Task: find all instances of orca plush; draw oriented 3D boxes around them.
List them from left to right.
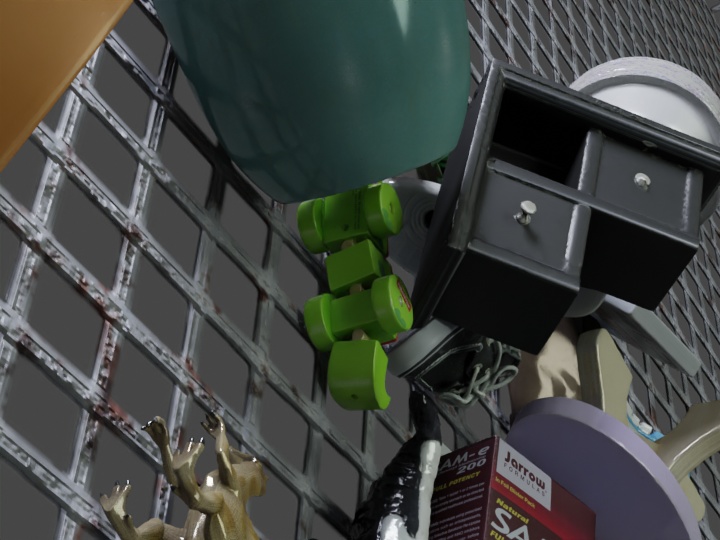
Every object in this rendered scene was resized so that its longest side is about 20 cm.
[{"bbox_3d":[0.003,0.163,0.857,0.071,0.105,0.201,19,68,-9],"label":"orca plush"}]

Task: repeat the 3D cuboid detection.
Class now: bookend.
[{"bbox_3d":[0.153,-0.025,1.037,0.198,0.092,0.200,21,48,-3],"label":"bookend"}]

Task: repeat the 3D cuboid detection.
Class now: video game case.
[{"bbox_3d":[0.194,0.021,1.286,0.200,0.018,0.143,30,-5,42],"label":"video game case"}]

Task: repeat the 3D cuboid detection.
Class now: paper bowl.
[{"bbox_3d":[0.290,-0.116,1.539,0.201,0.200,0.104,60,27,-15],"label":"paper bowl"}]

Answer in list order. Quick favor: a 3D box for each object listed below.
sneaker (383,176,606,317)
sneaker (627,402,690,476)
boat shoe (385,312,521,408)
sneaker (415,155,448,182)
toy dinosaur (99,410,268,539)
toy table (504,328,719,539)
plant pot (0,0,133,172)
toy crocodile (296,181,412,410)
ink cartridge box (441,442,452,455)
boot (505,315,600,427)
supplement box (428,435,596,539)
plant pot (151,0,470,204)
[{"bbox_3d":[0.099,-0.027,1.157,0.199,0.073,0.112,23,20,0],"label":"sneaker"},{"bbox_3d":[0.235,0.168,1.353,0.200,0.075,0.087,51,34,-15],"label":"sneaker"},{"bbox_3d":[0.076,0.067,1.092,0.068,0.073,0.199,56,13,10],"label":"boat shoe"},{"bbox_3d":[0.065,-0.109,1.208,0.201,0.077,0.089,61,9,5],"label":"sneaker"},{"bbox_3d":[-0.078,0.136,0.730,0.101,0.058,0.200,56,26,-26],"label":"toy dinosaur"},{"bbox_3d":[0.197,0.146,1.085,0.117,0.183,0.201,-54,131,-45],"label":"toy table"},{"bbox_3d":[-0.189,-0.099,0.567,0.140,0.200,0.200,40,32,-18],"label":"plant pot"},{"bbox_3d":[0.000,0.000,1.003,0.062,0.067,0.201,47,32,-52],"label":"toy crocodile"},{"bbox_3d":[0.099,0.209,0.985,0.200,0.037,0.095,42,31,-5],"label":"ink cartridge box"},{"bbox_3d":[0.146,0.088,1.234,0.199,0.070,0.147,25,60,-29],"label":"boot"},{"bbox_3d":[0.085,0.214,0.876,0.109,0.061,0.201,39,42,-29],"label":"supplement box"},{"bbox_3d":[-0.018,-0.137,0.938,0.201,0.200,0.162,-38,112,-65],"label":"plant pot"}]
